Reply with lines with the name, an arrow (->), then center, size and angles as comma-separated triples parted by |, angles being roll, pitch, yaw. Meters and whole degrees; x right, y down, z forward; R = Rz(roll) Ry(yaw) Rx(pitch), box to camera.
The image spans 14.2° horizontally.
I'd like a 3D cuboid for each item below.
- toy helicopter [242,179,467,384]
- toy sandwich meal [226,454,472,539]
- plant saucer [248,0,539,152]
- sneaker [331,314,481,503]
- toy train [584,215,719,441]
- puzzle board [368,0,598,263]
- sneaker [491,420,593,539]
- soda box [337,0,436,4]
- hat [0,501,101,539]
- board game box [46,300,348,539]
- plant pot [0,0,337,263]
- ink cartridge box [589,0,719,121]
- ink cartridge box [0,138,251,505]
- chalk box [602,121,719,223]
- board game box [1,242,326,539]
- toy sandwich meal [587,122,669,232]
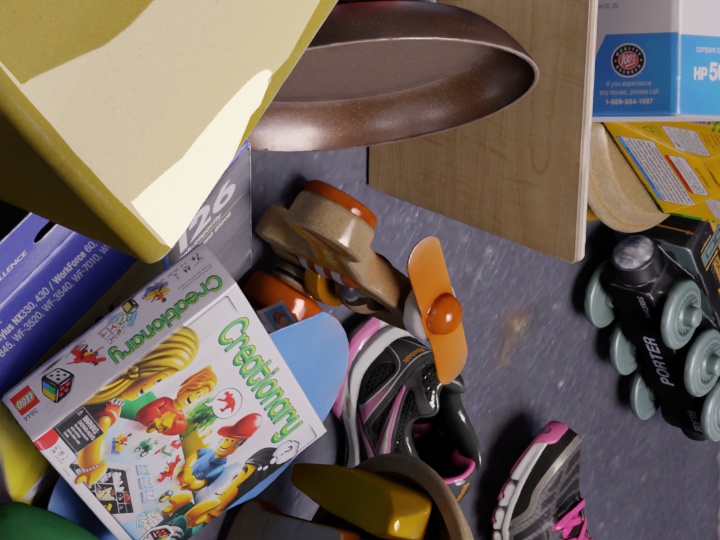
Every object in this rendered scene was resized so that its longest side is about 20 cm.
toy helicopter -> 0.000, 0.000, 1.570 | 0.079, 0.132, 0.200 | -58, 168, -7
toy sandwich meal -> -0.010, 0.193, 1.649 | 0.070, 0.205, 0.206 | 11, 102, -33
plant saucer -> -0.006, -0.104, 1.528 | 0.200, 0.199, 0.032 | 8, 72, -50
sneaker -> 0.033, 0.125, 1.754 | 0.080, 0.086, 0.201 | -37, 136, -27
toy train -> 0.217, 0.027, 1.919 | 0.114, 0.085, 0.200 | -57, 142, -24
puzzle board -> 0.068, -0.117, 1.611 | 0.017, 0.150, 0.201 | -28, 129, -43
sneaker -> 0.134, 0.193, 1.895 | 0.074, 0.087, 0.201 | -34, 137, -53
soda box -> 0.001, -0.165, 1.494 | 0.200, 0.063, 0.069 | 59, 29, -76
hat -> -0.194, 0.136, 1.514 | 0.165, 0.177, 0.200 | -30, 169, -12
board game box -> -0.098, 0.083, 1.586 | 0.199, 0.039, 0.158 | -22, 148, -32
plant pot -> -0.144, -0.150, 1.329 | 0.176, 0.200, 0.201 | 40, 79, -35
ink cartridge box -> 0.144, -0.185, 1.620 | 0.084, 0.145, 0.201 | 0, 92, -47
ink cartridge box -> -0.131, 0.011, 1.482 | 0.198, 0.047, 0.200 | -46, 165, -19
chalk box -> 0.248, -0.138, 1.738 | 0.124, 0.123, 0.201 | 50, 59, -47
board game box -> -0.097, 0.074, 1.488 | 0.126, 0.035, 0.200 | -38, 153, -5
toy sandwich meal -> 0.161, -0.115, 1.789 | 0.205, 0.070, 0.206 | -22, 117, -50
